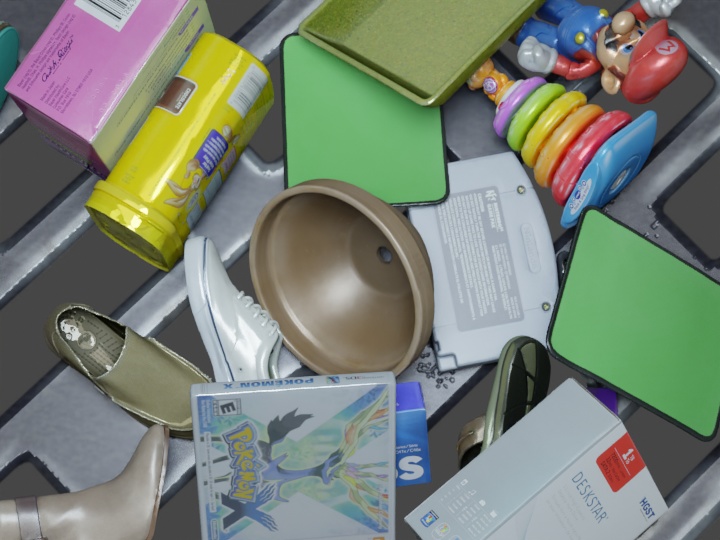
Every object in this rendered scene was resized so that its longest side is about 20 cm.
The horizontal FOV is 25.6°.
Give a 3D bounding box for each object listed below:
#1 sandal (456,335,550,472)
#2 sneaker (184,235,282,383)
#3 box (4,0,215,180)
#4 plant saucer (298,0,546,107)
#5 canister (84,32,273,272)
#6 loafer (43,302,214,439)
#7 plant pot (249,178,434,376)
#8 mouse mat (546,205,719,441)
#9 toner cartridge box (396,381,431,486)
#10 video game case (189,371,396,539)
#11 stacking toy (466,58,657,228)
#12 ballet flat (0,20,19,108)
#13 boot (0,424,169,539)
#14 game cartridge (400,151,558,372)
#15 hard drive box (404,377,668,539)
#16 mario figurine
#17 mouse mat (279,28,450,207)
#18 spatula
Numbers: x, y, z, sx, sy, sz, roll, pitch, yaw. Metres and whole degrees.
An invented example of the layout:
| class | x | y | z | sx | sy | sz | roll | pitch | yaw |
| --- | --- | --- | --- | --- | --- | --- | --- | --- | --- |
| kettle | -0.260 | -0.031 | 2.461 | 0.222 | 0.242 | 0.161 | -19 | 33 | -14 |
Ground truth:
| class | x | y | z | sx | sy | sz | roll | pitch | yaw |
| --- | --- | --- | --- | --- | --- | --- | --- | --- | --- |
| sandal | 0.127 | 0.158 | 1.498 | 0.057 | 0.080 | 0.201 | 13 | 86 | 43 |
| sneaker | -0.111 | 0.058 | 1.506 | 0.071 | 0.073 | 0.200 | -18 | 92 | 7 |
| box | -0.226 | -0.190 | 1.485 | 0.097 | 0.200 | 0.176 | 32 | 82 | 6 |
| plant saucer | 0.072 | -0.248 | 1.534 | 0.200 | 0.048 | 0.200 | -45 | 50 | -12 |
| canister | -0.166 | -0.112 | 1.500 | 0.086 | 0.149 | 0.200 | 31 | 79 | 6 |
| loafer | -0.218 | 0.096 | 1.502 | 0.200 | 0.067 | 0.076 | 28 | 81 | 5 |
| plant pot | 0.000 | 0.000 | 1.485 | 0.201 | 0.201 | 0.093 | 50 | 45 | 8 |
| mouse mat | 0.265 | 0.048 | 1.459 | 0.200 | 0.008 | 0.161 | 29 | 62 | -18 |
| toner cartridge box | -0.037 | 0.164 | 1.476 | 0.200 | 0.095 | 0.043 | -8 | 35 | -2 |
| video game case | -0.058 | 0.183 | 1.443 | 0.182 | 0.022 | 0.200 | -3 | 121 | -5 |
| stacking toy | 0.172 | -0.146 | 1.523 | 0.200 | 0.116 | 0.110 | 41 | 47 | 16 |
| ballet flat | -0.392 | -0.153 | 1.549 | 0.074 | 0.074 | 0.200 | 13 | 77 | 2 |
| boot | -0.264 | 0.231 | 1.468 | 0.146 | 0.070 | 0.200 | 10 | 90 | -10 |
| game cartridge | 0.121 | -0.010 | 1.539 | 0.133 | 0.042 | 0.200 | -9 | 80 | -6 |
| hard drive box | 0.162 | 0.220 | 1.433 | 0.200 | 0.156 | 0.077 | -41 | 43 | -6 |
| mario figurine | 0.224 | -0.234 | 1.503 | 0.200 | 0.106 | 0.124 | 31 | 106 | 40 |
| mouse mat | 0.002 | -0.151 | 1.557 | 0.161 | 0.008 | 0.200 | -3 | 67 | 1 |
| spatula | 0.212 | 0.078 | 1.528 | 0.056 | 0.021 | 0.200 | -4 | 75 | -23 |
